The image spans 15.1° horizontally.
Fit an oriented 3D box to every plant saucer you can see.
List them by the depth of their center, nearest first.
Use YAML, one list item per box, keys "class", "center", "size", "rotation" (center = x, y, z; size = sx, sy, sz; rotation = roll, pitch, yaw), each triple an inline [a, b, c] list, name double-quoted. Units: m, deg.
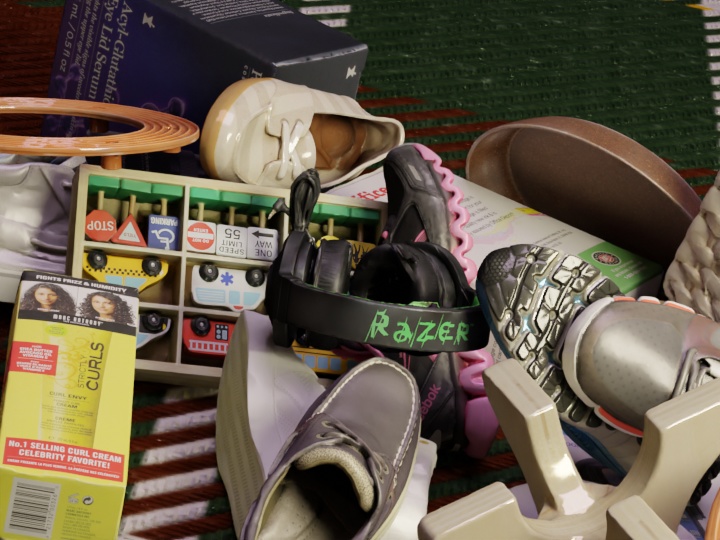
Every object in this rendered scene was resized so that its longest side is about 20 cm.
- class: "plant saucer"
  center: [0.162, -0.034, 1.795]
  size: [0.199, 0.201, 0.035]
  rotation: [24, 61, 23]

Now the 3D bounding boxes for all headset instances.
- class: "headset"
  center: [0.000, 0.000, 1.546]
  size: [0.123, 0.095, 0.200]
  rotation: [5, 8, -24]

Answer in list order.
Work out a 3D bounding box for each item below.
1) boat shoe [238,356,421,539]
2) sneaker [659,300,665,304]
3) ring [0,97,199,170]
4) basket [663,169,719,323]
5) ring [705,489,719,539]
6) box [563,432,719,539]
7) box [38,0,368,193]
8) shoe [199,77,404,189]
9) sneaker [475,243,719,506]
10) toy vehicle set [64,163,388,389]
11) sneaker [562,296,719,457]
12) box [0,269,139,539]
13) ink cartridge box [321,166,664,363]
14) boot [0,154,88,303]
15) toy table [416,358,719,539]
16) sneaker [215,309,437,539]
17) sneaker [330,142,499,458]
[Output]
- class: "boat shoe"
  center: [-0.015, 0.115, 1.409]
  size: [0.072, 0.065, 0.200]
  rotation: [34, 51, 2]
- class: "sneaker"
  center: [0.244, 0.088, 1.723]
  size: [0.199, 0.067, 0.090]
  rotation: [17, 47, -31]
- class: "ring"
  center: [-0.198, -0.084, 1.668]
  size: [0.199, 0.019, 0.200]
  rotation: [3, 12, -1]
- class: "basket"
  center: [0.288, 0.021, 1.631]
  size: [0.123, 0.136, 0.200]
  rotation: [10, 29, -30]
- class: "ring"
  center: [0.235, 0.184, 1.341]
  size: [0.019, 0.202, 0.200]
  rotation: [-24, -2, 36]
- class: "box"
  center: [0.164, 0.142, 1.570]
  size: [0.118, 0.042, 0.200]
  rotation: [10, 25, -9]
- class: "box"
  center: [-0.111, -0.119, 1.880]
  size: [0.199, 0.149, 0.104]
  rotation: [28, 26, 31]
- class: "shoe"
  center: [-0.036, -0.087, 1.745]
  size: [0.053, 0.071, 0.200]
  rotation: [10, 9, 27]
- class: "sneaker"
  center: [0.119, 0.061, 1.518]
  size: [0.090, 0.079, 0.200]
  rotation: [9, -33, 52]
- class: "toy vehicle set"
  center: [-0.081, 0.009, 1.650]
  size: [0.198, 0.125, 0.027]
  rotation: [6, -19, -16]
- class: "sneaker"
  center: [0.204, 0.071, 1.453]
  size: [0.199, 0.078, 0.082]
  rotation: [25, -5, -15]
- class: "box"
  center: [-0.164, 0.075, 1.498]
  size: [0.075, 0.050, 0.201]
  rotation: [10, 31, -7]
- class: "ink cartridge box"
  center: [0.073, 0.012, 1.761]
  size: [0.199, 0.085, 0.145]
  rotation: [24, 25, 24]
- class: "boot"
  center: [-0.172, -0.025, 1.678]
  size: [0.198, 0.096, 0.074]
  rotation: [7, 6, -16]
- class: "toy table"
  center: [0.122, 0.139, 1.394]
  size: [0.183, 0.118, 0.200]
  rotation: [-31, 41, -24]
- class: "sneaker"
  center: [-0.017, 0.100, 1.535]
  size: [0.115, 0.074, 0.201]
  rotation: [9, 33, -16]
- class: "sneaker"
  center: [0.025, 0.019, 1.633]
  size: [0.095, 0.079, 0.202]
  rotation: [-8, 70, -5]
